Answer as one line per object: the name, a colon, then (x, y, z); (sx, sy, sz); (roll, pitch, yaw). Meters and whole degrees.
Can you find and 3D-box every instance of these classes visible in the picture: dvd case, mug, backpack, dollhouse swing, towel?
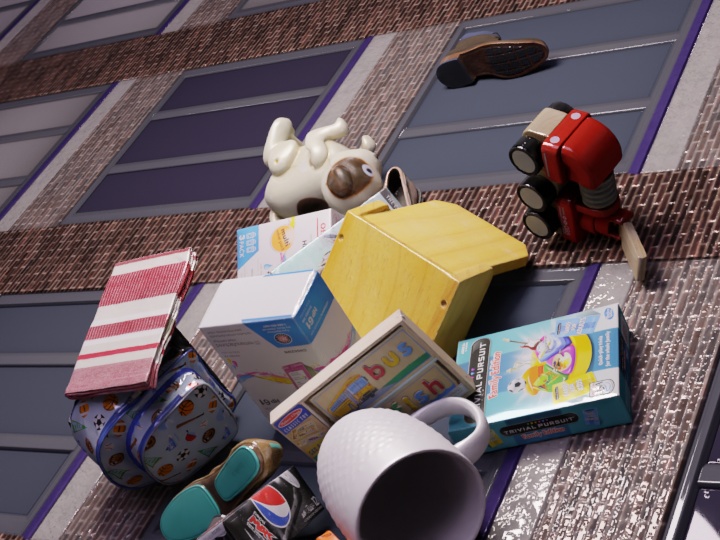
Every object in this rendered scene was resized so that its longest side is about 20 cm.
dvd case: (0.000, 0.000, 1.767); (0.200, 0.022, 0.146); (-36, 77, -12)
mug: (0.050, 0.209, 1.414); (0.200, 0.148, 0.175); (-36, 26, -9)
backpack: (-0.262, 0.186, 1.672); (0.190, 0.200, 0.154); (-39, 47, -8)
dollhouse swing: (0.086, 0.015, 1.700); (0.200, 0.176, 0.182); (33, 107, 35)
towel: (-0.282, 0.066, 1.635); (0.144, 0.023, 0.200); (-10, 50, 34)

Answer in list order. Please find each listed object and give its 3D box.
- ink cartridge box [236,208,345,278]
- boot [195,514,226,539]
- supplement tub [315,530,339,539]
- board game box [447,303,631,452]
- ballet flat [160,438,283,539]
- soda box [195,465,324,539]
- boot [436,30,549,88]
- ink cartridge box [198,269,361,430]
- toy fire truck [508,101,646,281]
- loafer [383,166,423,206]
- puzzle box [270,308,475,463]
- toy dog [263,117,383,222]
ink cartridge box: (-0.073, -0.015, 1.840); (0.200, 0.068, 0.115); (-12, 71, 27)
boot: (-0.193, 0.374, 1.445); (0.200, 0.070, 0.132); (-62, -12, 12)
supplement tub: (-0.080, 0.363, 1.329); (0.200, 0.123, 0.122); (-38, 33, -13)
board game box: (0.205, 0.124, 1.500); (0.200, 0.047, 0.151); (-15, 35, 21)
ballet flat: (-0.157, 0.260, 1.563); (0.200, 0.068, 0.072); (-47, -21, 30)
soda box: (-0.112, 0.279, 1.420); (0.071, 0.063, 0.200); (-38, -4, 20)
boot: (0.220, -0.360, 2.121); (0.200, 0.075, 0.097); (-7, 42, 35)
ink cartridge box: (-0.079, 0.102, 1.614); (0.144, 0.200, 0.085); (-7, 43, 32)
toy fire truck: (0.289, -0.090, 1.624); (0.200, 0.176, 0.129); (24, 58, 35)
loafer: (0.050, -0.071, 1.870); (0.072, 0.063, 0.200); (-19, 34, 18)
puzzle box: (0.013, 0.148, 1.492); (0.200, 0.133, 0.025); (-40, 25, 16)
toy dog: (-0.051, -0.137, 1.977); (0.200, 0.140, 0.194); (9, 62, 45)
